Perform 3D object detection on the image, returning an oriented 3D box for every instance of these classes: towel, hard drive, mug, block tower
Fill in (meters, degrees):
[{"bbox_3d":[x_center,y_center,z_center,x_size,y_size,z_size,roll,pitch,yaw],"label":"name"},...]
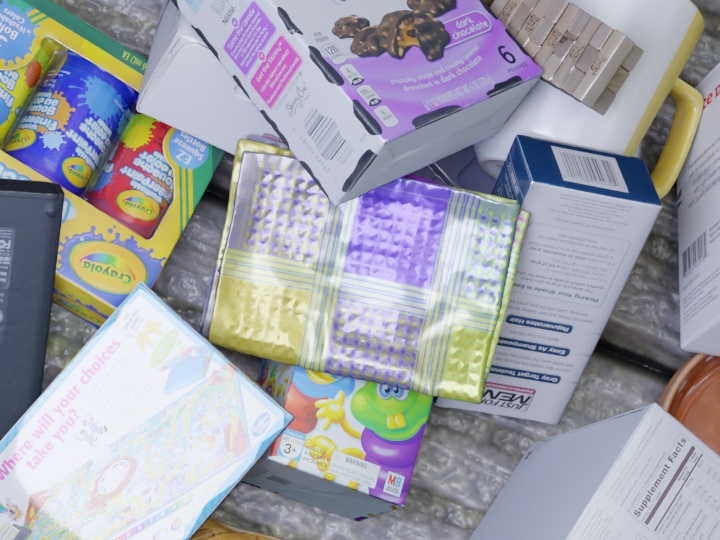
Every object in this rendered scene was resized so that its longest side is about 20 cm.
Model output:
[{"bbox_3d":[0.000,0.000,1.518,0.199,0.023,0.144,15,87,2],"label":"towel"},{"bbox_3d":[-0.272,0.038,1.494,0.139,0.033,0.201,4,107,-19],"label":"hard drive"},{"bbox_3d":[0.165,-0.125,1.644,0.186,0.149,0.154,23,80,-6],"label":"mug"},{"bbox_3d":[0.101,-0.175,1.572,0.200,0.058,0.054,37,97,32],"label":"block tower"}]

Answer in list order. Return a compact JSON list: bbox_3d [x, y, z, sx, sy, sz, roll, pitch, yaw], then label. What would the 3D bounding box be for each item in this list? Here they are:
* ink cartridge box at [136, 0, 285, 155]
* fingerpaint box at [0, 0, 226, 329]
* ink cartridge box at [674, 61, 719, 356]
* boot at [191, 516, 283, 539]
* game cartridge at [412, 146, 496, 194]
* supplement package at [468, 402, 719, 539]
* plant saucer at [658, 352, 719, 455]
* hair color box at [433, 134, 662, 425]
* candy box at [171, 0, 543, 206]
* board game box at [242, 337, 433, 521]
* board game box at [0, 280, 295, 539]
[{"bbox_3d":[-0.062,-0.170,1.590,0.146,0.084,0.201,24,45,-15],"label":"ink cartridge box"},{"bbox_3d":[-0.207,-0.079,1.569,0.199,0.073,0.167,32,70,-10],"label":"fingerpaint box"},{"bbox_3d":[0.296,-0.053,1.684,0.084,0.146,0.201,10,65,-16],"label":"ink cartridge box"},{"bbox_3d":[-0.109,0.222,1.551,0.144,0.071,0.202,-38,92,-15],"label":"boot"},{"bbox_3d":[0.095,-0.114,1.706,0.130,0.038,0.200,48,68,-9],"label":"game cartridge"},{"bbox_3d":[0.158,0.195,1.570,0.111,0.200,0.156,39,69,-7],"label":"supplement package"},{"bbox_3d":[0.305,0.145,1.724,0.199,0.032,0.202,4,78,-18],"label":"plant saucer"},{"bbox_3d":[0.123,0.009,1.605,0.099,0.201,0.061,10,35,-17],"label":"hair color box"},{"bbox_3d":[-0.007,-0.159,1.502,0.167,0.072,0.200,-26,72,-44],"label":"candy box"},{"bbox_3d":[-0.005,0.058,1.594,0.103,0.105,0.201,20,73,-14],"label":"board game box"},{"bbox_3d":[-0.157,0.126,1.493,0.134,0.034,0.200,41,88,3],"label":"board game box"}]
